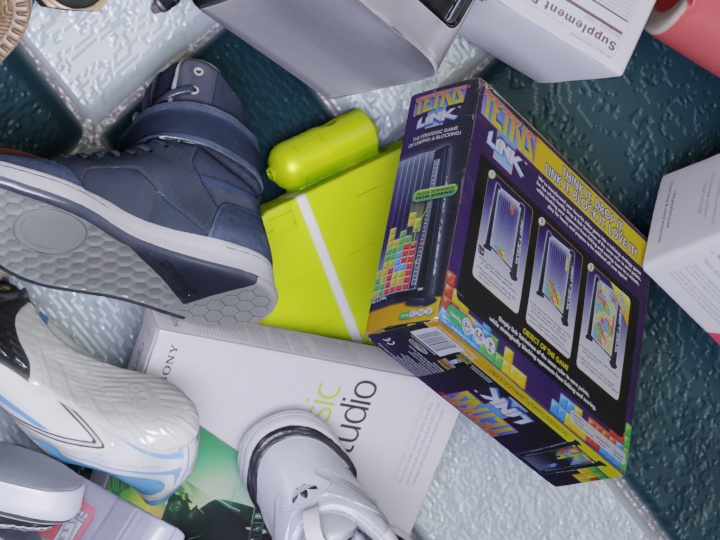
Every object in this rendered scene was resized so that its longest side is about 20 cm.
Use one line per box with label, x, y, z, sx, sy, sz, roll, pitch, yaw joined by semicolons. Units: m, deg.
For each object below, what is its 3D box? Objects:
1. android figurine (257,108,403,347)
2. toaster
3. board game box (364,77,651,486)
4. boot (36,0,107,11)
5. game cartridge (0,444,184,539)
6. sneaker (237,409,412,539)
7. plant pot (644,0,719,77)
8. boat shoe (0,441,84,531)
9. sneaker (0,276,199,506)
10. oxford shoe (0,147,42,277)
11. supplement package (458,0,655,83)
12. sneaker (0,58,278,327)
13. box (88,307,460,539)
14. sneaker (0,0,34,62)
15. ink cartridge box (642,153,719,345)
android figurine;0.000;0.000;1.380;0.200;0.041;0.183;-28;103;-21
toaster;0.004;-0.204;1.302;0.119;0.200;0.181;37;71;-23
board game box;0.093;0.010;1.347;0.200;0.057;0.166;40;48;-39
boot;-0.145;-0.246;1.255;0.077;0.138;0.201;-2;94;-23
game cartridge;-0.177;0.173;1.226;0.041;0.200;0.133;33;80;-30
sneaker;-0.002;0.181;1.305;0.075;0.115;0.200;-29;123;1
plant pot;0.282;-0.186;1.419;0.177;0.200;0.201;19;85;-13
boat shoe;-0.241;0.124;1.222;0.198;0.074;0.068;8;97;16
sneaker;-0.178;0.065;1.260;0.072;0.200;0.073;-39;154;-51
oxford shoe;-0.231;-0.025;1.257;0.200;0.074;0.071;-2;77;-50
supplement package;0.131;-0.229;1.388;0.114;0.109;0.201;29;81;-21
sneaker;-0.139;-0.061;1.267;0.202;0.077;0.147;20;50;-33
box;-0.051;0.105;1.337;0.199;0.036;0.145;12;113;-21
sneaker;-0.256;-0.112;1.260;0.200;0.109;0.070;-35;110;14
ink cartridge box;0.300;-0.019;1.405;0.145;0.200;0.084;43;45;-27
